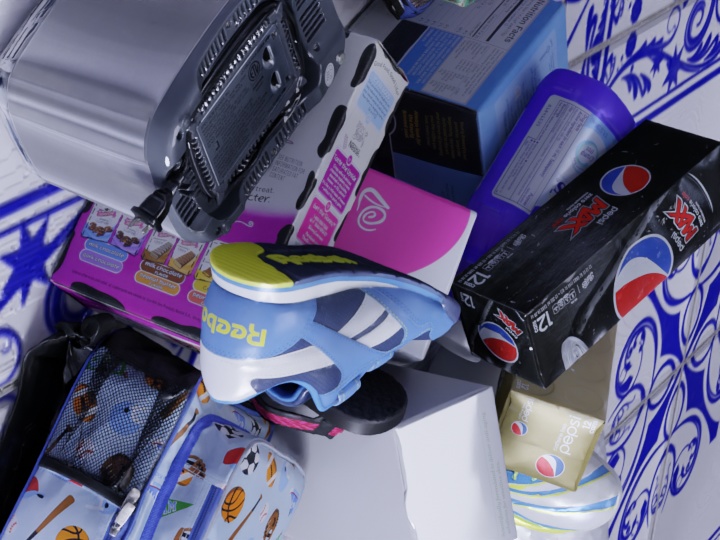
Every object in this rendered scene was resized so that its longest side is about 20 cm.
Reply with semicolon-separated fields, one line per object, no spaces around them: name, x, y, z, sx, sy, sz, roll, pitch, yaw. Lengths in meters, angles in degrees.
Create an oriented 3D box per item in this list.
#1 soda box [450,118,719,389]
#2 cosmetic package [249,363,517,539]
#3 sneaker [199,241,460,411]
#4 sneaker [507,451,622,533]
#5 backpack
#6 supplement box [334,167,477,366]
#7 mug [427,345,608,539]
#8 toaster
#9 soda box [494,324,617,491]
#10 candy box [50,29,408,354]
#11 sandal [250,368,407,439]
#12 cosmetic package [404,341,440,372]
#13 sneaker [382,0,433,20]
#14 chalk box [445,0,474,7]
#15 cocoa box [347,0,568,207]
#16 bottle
soda box;0.153;-0.014;1.230;0.200;0.071;0.064;-39;131;-27
cosmetic package;0.000;0.120;1.222;0.085;0.199;0.108;-20;108;-35
sneaker;-0.020;0.032;1.053;0.199;0.074;0.083;3;103;-52
sneaker;0.082;0.131;1.305;0.105;0.199;0.076;10;99;-82
backpack;-0.132;0.150;1.145;0.191;0.154;0.200;-57;155;-5
supplement box;0.000;0.000;1.247;0.200;0.101;0.104;151;-39;-83
mug;0.089;0.136;1.421;0.199;0.148;0.176;-11;109;-25
toaster;-0.107;-0.104;1.031;0.200;0.129;0.114;-58;150;-26
soda box;0.135;0.058;1.303;0.200;0.067;0.064;-71;179;-56
candy box;-0.075;-0.053;1.119;0.201;0.136;0.061;-65;153;-10
sandal;-0.038;0.068;1.148;0.075;0.200;0.045;6;101;-34
cosmetic package;0.015;0.110;1.477;0.102;0.074;0.201;-39;138;-45
sneaker;0.069;-0.251;1.315;0.075;0.078;0.200;53;55;-35
chalk box;0.050;-0.246;1.160;0.124;0.199;0.125;-38;139;-48
cocoa box;0.068;-0.095;1.375;0.134;0.131;0.201;-51;148;-34
bottle;0.110;-0.035;1.280;0.201;0.065;0.084;-58;143;-10
